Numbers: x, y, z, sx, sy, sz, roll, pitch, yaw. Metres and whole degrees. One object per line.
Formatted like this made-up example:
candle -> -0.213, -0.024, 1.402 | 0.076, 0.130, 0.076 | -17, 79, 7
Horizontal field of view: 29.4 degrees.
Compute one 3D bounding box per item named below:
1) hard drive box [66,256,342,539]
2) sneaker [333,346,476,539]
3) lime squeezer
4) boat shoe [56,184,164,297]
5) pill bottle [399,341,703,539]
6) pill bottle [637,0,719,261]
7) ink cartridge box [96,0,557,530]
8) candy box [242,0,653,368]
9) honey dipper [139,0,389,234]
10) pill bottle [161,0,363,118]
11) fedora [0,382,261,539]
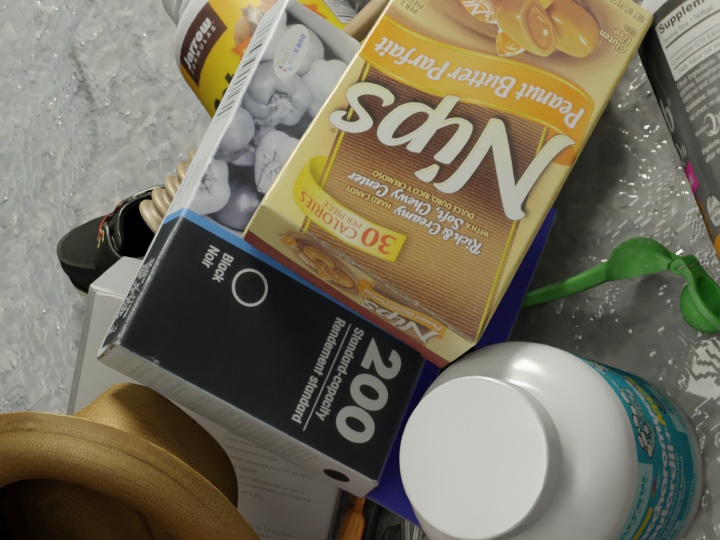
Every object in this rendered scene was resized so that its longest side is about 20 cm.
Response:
hard drive box -> -0.085, 0.112, 0.761 | 0.154, 0.077, 0.202 | 14, 104, 2
sneaker -> 0.042, 0.107, 0.765 | 0.077, 0.078, 0.202 | 15, 95, 22
lime squeezer -> 0.164, 0.025, 0.731 | 0.199, 0.038, 0.071 | 23, 92, 28
boat shoe -> -0.129, -0.023, 0.854 | 0.200, 0.063, 0.074 | -3, 51, 45
pill bottle -> 0.091, 0.095, 0.664 | 0.110, 0.200, 0.112 | -5, 79, 27
pill bottle -> 0.206, -0.100, 0.687 | 0.116, 0.116, 0.202 | -24, 70, 22
ink cartridge box -> 0.000, 0.000, 0.685 | 0.043, 0.199, 0.199 | -19, 44, 63
candy box -> 0.045, -0.070, 0.654 | 0.115, 0.055, 0.201 | 32, 68, -3
honey dipper -> -0.039, -0.090, 0.738 | 0.200, 0.038, 0.038 | -43, 65, 12
pill bottle -> -0.039, -0.114, 0.821 | 0.109, 0.109, 0.201 | -43, 65, 14
fedora -> -0.115, 0.120, 0.669 | 0.199, 0.202, 0.082 | -9, 38, 26
